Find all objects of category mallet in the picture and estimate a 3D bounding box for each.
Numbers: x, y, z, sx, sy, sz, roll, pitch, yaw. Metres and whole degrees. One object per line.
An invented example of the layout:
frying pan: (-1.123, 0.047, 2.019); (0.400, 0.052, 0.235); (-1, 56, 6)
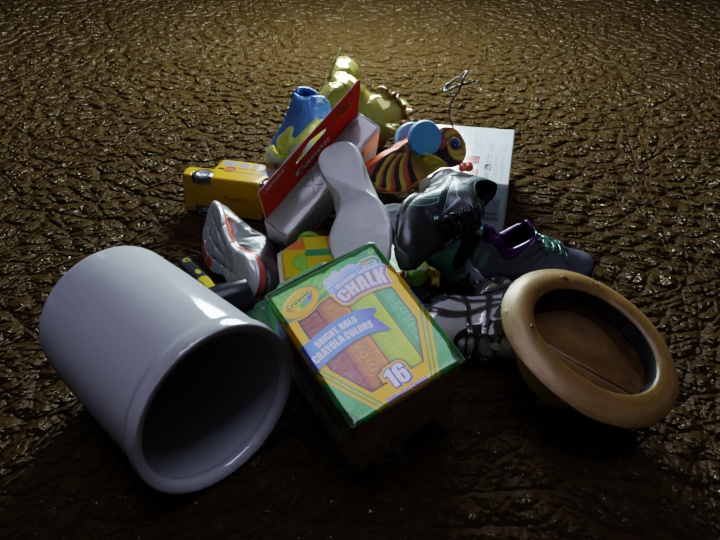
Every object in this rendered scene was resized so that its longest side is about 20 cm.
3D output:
mallet: (-0.181, 0.012, 0.858); (0.065, 0.041, 0.200); (-15, 22, -16)

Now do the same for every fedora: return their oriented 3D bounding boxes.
fedora: (0.229, 0.092, 0.738); (0.199, 0.082, 0.202); (10, 47, -11)

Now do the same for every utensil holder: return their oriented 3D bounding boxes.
utensil holder: (-0.193, 0.085, 0.675); (0.199, 0.171, 0.169); (29, 43, 36)

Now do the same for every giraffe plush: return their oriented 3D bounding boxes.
giraffe plush: (0.006, -0.281, 1.226); (0.161, 0.200, 0.173); (25, 68, -7)

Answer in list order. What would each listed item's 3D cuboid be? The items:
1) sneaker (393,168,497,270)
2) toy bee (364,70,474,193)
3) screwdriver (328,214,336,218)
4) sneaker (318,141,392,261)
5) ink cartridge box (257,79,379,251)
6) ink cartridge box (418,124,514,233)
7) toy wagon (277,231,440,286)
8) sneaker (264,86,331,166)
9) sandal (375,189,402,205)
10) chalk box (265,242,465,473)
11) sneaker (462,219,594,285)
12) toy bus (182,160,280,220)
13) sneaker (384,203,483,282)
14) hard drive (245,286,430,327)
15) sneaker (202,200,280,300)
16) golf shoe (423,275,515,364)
sneaker: (0.102, -0.068, 0.842); (0.079, 0.076, 0.200); (8, 39, 28)
toy bee: (0.102, -0.162, 0.958); (0.200, 0.109, 0.131); (-37, 17, 13)
screwdriver: (0.033, -0.073, 1.040); (0.199, 0.028, 0.029); (7, 5, 18)
sneaker: (0.002, -0.056, 0.839); (0.075, 0.089, 0.201); (-15, 59, 8)
ink cartridge box: (-0.048, -0.126, 0.912); (0.043, 0.174, 0.200); (37, 75, 7)
ink cartridge box: (0.146, -0.151, 1.096); (0.174, 0.084, 0.200); (7, 35, 11)
toy wagon: (0.000, 0.000, 0.849); (0.198, 0.040, 0.156); (-4, 36, -8)
sneaker: (-0.085, -0.207, 1.029); (0.075, 0.106, 0.200); (9, -2, -27)
sandal: (0.000, -0.139, 1.053); (0.200, 0.082, 0.055); (29, 84, 50)
chalk box: (-0.010, 0.066, 0.684); (0.124, 0.124, 0.200); (-29, 62, -18)
sneaker: (0.231, -0.022, 0.895); (0.199, 0.088, 0.075); (-5, 39, -26)
toy bus: (-0.162, -0.120, 1.054); (0.198, 0.065, 0.078); (8, 35, 9)
sneaker: (0.087, -0.033, 0.933); (0.199, 0.084, 0.121); (-7, 27, -15)
hard drive: (-0.031, 0.052, 0.841); (0.139, 0.038, 0.199); (30, 43, 34)
sneaker: (-0.150, -0.021, 0.928); (0.081, 0.077, 0.200); (3, 34, -36)
golf shoe: (0.131, 0.069, 0.791); (0.199, 0.078, 0.094); (-25, 43, -31)
